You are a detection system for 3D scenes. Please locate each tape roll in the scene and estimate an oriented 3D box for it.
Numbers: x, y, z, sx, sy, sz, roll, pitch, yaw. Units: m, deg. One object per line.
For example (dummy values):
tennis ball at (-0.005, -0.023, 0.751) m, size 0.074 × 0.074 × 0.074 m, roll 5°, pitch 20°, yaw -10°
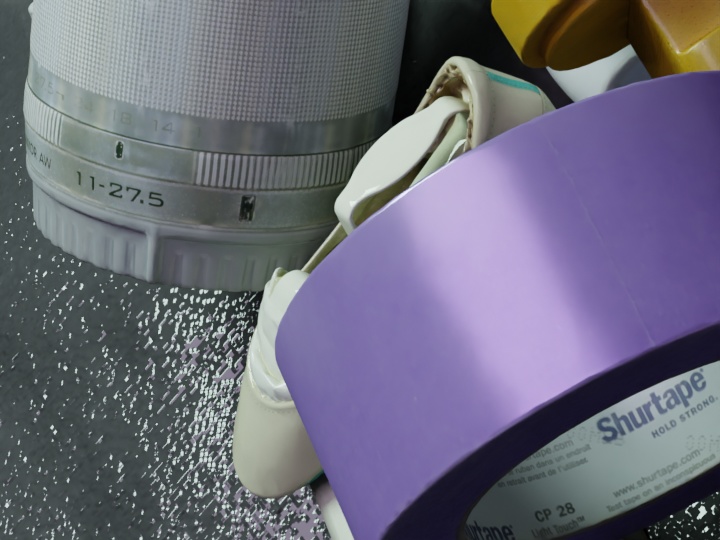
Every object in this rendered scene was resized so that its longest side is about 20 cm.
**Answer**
tape roll at (0.077, 0.025, 0.770) m, size 0.199 × 0.200 × 0.085 m, roll -34°, pitch 66°, yaw 21°

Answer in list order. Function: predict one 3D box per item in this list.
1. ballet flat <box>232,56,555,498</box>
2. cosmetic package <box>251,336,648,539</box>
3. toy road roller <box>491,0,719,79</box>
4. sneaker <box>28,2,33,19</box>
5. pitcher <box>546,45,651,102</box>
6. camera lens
ballet flat at (0.000, 0.000, 0.911) m, size 0.200 × 0.069 × 0.069 m, roll -53°, pitch 48°, yaw 5°
cosmetic package at (0.041, 0.085, 0.931) m, size 0.103 × 0.073 × 0.201 m, roll -37°, pitch 51°, yaw 18°
toy road roller at (0.136, -0.135, 0.805) m, size 0.199 × 0.123 × 0.147 m, roll -31°, pitch 80°, yaw 0°
sneaker at (-0.073, -0.134, 1.134) m, size 0.199 × 0.075 × 0.100 m, roll 5°, pitch 66°, yaw 31°
pitcher at (0.095, -0.155, 0.940) m, size 0.121 × 0.170 × 0.201 m, roll 123°, pitch 145°, yaw -49°
camera lens at (-0.059, -0.110, 0.973) m, size 0.160 × 0.159 × 0.201 m, roll 28°, pitch 118°, yaw 42°
